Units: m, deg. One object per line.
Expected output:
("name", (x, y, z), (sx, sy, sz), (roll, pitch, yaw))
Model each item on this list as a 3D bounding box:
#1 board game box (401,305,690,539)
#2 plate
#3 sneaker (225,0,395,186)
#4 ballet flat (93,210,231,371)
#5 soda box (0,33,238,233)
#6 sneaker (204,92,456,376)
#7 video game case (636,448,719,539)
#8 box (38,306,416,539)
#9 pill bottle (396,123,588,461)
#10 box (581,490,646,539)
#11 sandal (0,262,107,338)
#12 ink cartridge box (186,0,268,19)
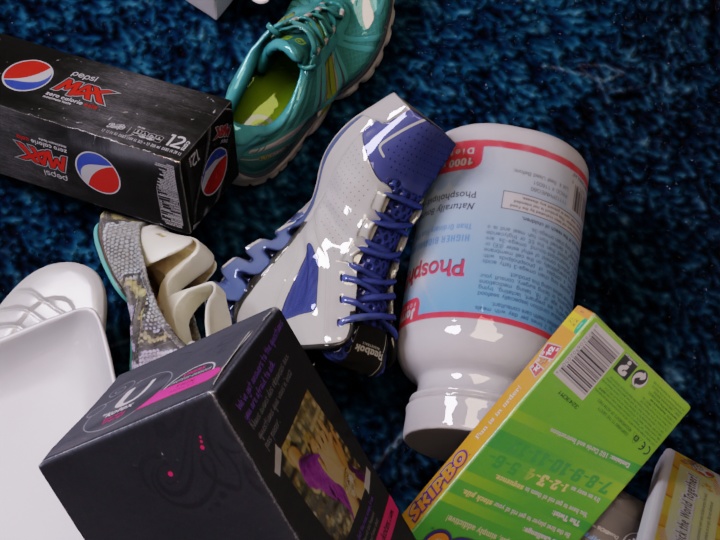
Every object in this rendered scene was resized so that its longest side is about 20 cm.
("board game box", (0.099, 0.127, 0.951), (0.095, 0.030, 0.200), (41, 86, -24))
("plate", (-0.214, 0.147, 0.941), (0.199, 0.032, 0.201), (-20, 75, 10))
("sneaker", (-0.036, -0.146, 1.093), (0.077, 0.080, 0.201), (28, 70, 8))
("ballet flat", (-0.116, 0.019, 1.000), (0.071, 0.072, 0.201), (-14, 42, -8))
("soda box", (-0.181, -0.092, 1.041), (0.199, 0.064, 0.071), (18, 47, 19))
("sneaker", (-0.001, 0.001, 0.996), (0.200, 0.080, 0.115), (-48, 53, 15))
("video game case", (0.247, 0.185, 0.935), (0.181, 0.200, 0.023), (29, 108, 8))
("box", (-0.059, 0.143, 0.868), (0.122, 0.106, 0.201), (-24, 104, 26))
("pill bottle", (0.081, 0.017, 1.022), (0.108, 0.109, 0.201), (10, 69, 1))
("box", (0.178, 0.259, 0.970), (0.199, 0.050, 0.199), (30, 70, 9))
("sandal", (-0.210, 0.093, 1.014), (0.082, 0.050, 0.204), (15, 82, 15))
("ink cartridge box", (-0.117, -0.262, 1.138), (0.199, 0.068, 0.116), (34, 72, 10))
